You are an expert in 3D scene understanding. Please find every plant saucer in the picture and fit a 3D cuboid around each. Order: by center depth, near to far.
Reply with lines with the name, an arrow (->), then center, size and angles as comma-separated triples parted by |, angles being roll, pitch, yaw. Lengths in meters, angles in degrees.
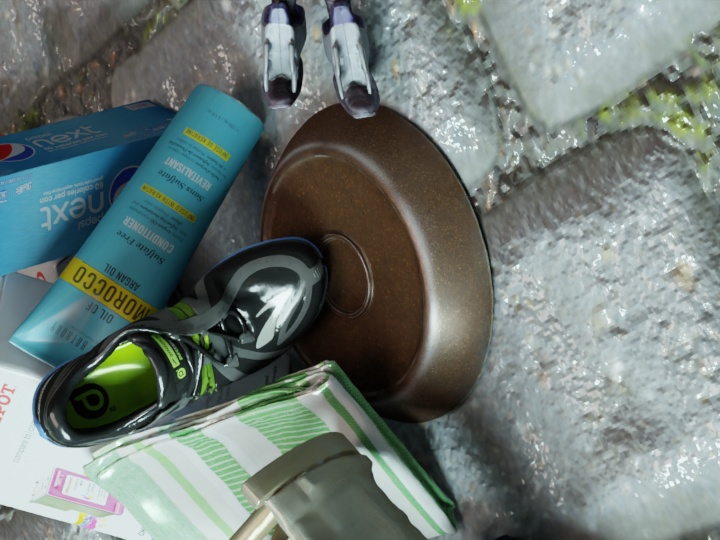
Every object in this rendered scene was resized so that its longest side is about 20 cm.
plant saucer -> 0.000, 0.000, 1.298 | 0.200, 0.034, 0.202 | 23, 122, 43

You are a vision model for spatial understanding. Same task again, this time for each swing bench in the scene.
swing bench -> 0.003, 0.219, 1.234 | 0.199, 0.129, 0.200 | 48, 133, 14

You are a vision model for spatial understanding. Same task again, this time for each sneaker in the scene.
sneaker -> -0.103, 0.050, 1.278 | 0.071, 0.199, 0.083 | 61, 174, -10

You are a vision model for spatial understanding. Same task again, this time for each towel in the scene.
towel -> -0.055, 0.137, 1.330 | 0.199, 0.023, 0.153 | -22, 122, 31

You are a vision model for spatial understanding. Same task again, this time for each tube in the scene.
tube -> -0.132, -0.020, 1.335 | 0.077, 0.201, 0.050 | 31, 168, 0

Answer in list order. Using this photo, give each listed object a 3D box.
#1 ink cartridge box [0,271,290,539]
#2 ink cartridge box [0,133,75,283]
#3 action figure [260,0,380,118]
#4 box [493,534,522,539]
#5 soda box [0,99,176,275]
ink cartridge box -> -0.164, 0.097, 1.399 | 0.145, 0.199, 0.085 | 121, 162, -44
ink cartridge box -> -0.229, 0.003, 1.521 | 0.199, 0.082, 0.147 | 28, 136, 41
action figure -> -0.030, -0.188, 1.209 | 0.129, 0.070, 0.201 | -2, 122, 8
box -> 0.126, 0.225, 1.232 | 0.199, 0.032, 0.122 | 10, 112, 47
soda box -> -0.196, -0.052, 1.381 | 0.064, 0.199, 0.068 | 25, 123, 43
